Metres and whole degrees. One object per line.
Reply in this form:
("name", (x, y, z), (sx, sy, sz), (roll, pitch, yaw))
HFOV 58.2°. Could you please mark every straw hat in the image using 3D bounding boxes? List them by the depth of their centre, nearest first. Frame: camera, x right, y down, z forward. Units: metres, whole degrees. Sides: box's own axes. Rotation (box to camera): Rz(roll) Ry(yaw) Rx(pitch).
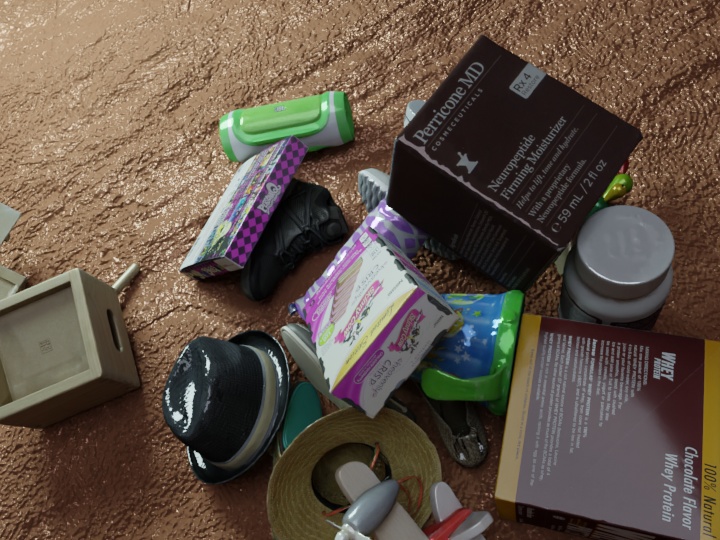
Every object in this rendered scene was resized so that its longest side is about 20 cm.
("straw hat", (-0.016, 0.222, 0.722), (0.201, 0.201, 0.085), (-35, 24, -7))

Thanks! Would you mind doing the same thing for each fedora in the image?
("fedora", (-0.176, 0.149, 0.784), (0.200, 0.092, 0.201), (-23, 49, 29))

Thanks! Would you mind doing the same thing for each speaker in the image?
("speaker", (-0.114, -0.224, 1.014), (0.199, 0.089, 0.089), (-9, 60, 9))

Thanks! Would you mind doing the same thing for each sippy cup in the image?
("sippy cup", (0.111, 0.083, 0.733), (0.130, 0.178, 0.140), (8, 77, 16))

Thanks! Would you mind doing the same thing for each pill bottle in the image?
("pill bottle", (0.278, 0.020, 0.715), (0.109, 0.200, 0.110), (-6, 61, 10))

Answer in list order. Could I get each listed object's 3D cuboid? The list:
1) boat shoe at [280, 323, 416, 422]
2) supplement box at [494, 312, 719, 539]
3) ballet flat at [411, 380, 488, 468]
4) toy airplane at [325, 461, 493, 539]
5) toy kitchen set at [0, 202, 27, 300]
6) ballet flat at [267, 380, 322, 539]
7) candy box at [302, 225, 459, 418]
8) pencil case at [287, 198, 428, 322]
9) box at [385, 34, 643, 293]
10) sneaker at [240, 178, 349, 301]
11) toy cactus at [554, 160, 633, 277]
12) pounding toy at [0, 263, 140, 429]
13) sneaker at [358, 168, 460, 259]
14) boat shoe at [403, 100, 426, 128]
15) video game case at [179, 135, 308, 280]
("boat shoe", (-0.015, 0.133, 0.792), (0.057, 0.067, 0.200), (-38, 78, -28))
("supplement box", (0.256, 0.173, 0.675), (0.199, 0.133, 0.198), (7, 64, 18))
("ballet flat", (0.096, 0.141, 0.782), (0.067, 0.046, 0.200), (-23, 59, 0))
("toy airplane", (0.056, 0.306, 0.644), (0.199, 0.141, 0.200), (11, 79, -4))
("toy kitchen set", (-0.627, -0.026, 1.040), (0.200, 0.180, 0.163), (30, 71, -16))
("ballet flat", (-0.083, 0.231, 0.773), (0.070, 0.071, 0.200), (-11, 58, 8))
("candy box", (0.011, 0.046, 0.703), (0.136, 0.061, 0.200), (-51, 24, 8))
("pencil case", (0.000, 0.000, 0.839), (0.200, 0.084, 0.086), (-47, 25, 7))
("box", (0.157, -0.108, 0.717), (0.200, 0.164, 0.166), (36, 75, 10))
("sneaker", (-0.090, -0.042, 0.912), (0.114, 0.076, 0.200), (11, 60, 26))
("toy cactus", (0.264, -0.076, 0.844), (0.199, 0.102, 0.165), (-6, 71, -2))
("pounding toy", (-0.399, 0.090, 0.900), (0.184, 0.142, 0.200), (-23, 70, 2))
("sneaker", (0.082, -0.089, 0.911), (0.200, 0.075, 0.082), (35, 57, 23))
("boat shoe", (0.118, -0.165, 0.935), (0.071, 0.070, 0.200), (-12, 49, -28))
("video game case", (-0.169, -0.084, 0.919), (0.181, 0.036, 0.200), (-12, 48, 56))
